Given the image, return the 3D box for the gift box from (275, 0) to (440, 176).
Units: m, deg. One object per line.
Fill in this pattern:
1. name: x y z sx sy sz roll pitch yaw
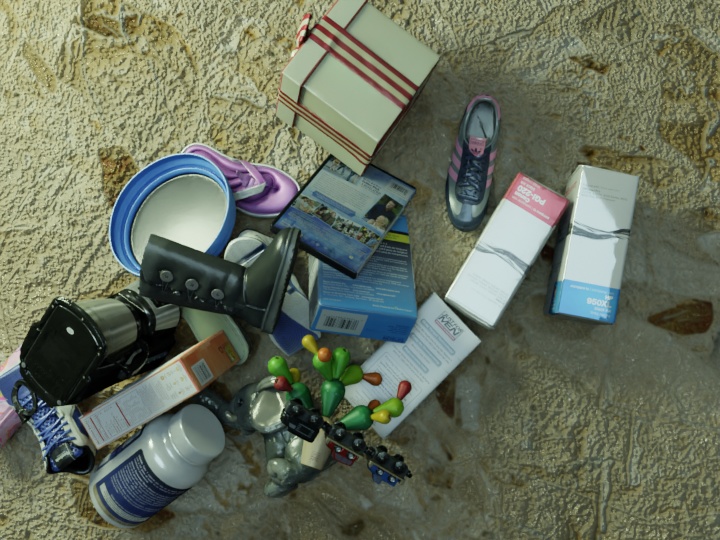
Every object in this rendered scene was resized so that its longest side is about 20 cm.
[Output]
1. gift box: -0.011 -0.278 1.267 0.186 0.185 0.201 35 72 -2

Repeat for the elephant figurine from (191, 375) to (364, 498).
1. elephant figurine: -0.124 0.211 1.278 0.154 0.142 0.201 -19 70 -35

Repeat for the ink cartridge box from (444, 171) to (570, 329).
1. ink cartridge box: 0.200 -0.023 1.245 0.084 0.146 0.202 29 89 6

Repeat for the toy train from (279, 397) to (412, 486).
1. toy train: -0.019 0.231 1.161 0.199 0.034 0.046 31 96 -14

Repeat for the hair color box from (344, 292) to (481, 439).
1. hair color box: 0.072 0.138 1.292 0.200 0.061 0.099 -45 82 3

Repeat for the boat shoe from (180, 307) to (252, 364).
1. boat shoe: -0.232 0.057 1.330 0.201 0.060 0.072 43 116 8

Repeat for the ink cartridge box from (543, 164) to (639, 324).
1. ink cartridge box: 0.318 -0.031 1.233 0.083 0.145 0.203 10 88 6

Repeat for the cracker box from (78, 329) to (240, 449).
1. cracker box: -0.284 0.169 1.265 0.199 0.134 0.058 -30 93 22

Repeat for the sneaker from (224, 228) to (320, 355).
1. sneaker: -0.124 0.014 1.309 0.080 0.115 0.201 -26 114 10

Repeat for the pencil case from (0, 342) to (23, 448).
1. pencil case: -0.512 0.175 1.344 0.087 0.087 0.200 45 92 8

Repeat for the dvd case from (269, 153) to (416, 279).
1. dvd case: -0.022 -0.089 1.281 0.142 0.018 0.201 29 52 9

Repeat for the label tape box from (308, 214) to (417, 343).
1. label tape box: 0.000 0.000 1.275 0.141 0.067 0.202 8 45 -13

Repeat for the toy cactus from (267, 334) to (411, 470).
1. toy cactus: -0.037 0.186 1.201 0.198 0.102 0.167 21 77 -16

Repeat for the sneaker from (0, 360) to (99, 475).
1. sneaker: -0.437 0.221 1.276 0.080 0.115 0.200 -34 116 -5

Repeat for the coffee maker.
1. coffee maker: -0.374 0.103 1.258 0.191 0.200 0.136 -27 88 24

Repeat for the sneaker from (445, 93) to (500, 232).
1. sneaker: 0.162 -0.159 1.292 0.069 0.082 0.203 7 87 7

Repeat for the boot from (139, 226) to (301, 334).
1. boot: -0.192 -0.012 1.193 0.198 0.066 0.166 19 116 0

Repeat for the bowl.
1. bowl: -0.274 -0.075 1.302 0.198 0.039 0.203 -8 64 17

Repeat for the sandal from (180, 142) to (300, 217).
1. sandal: -0.189 -0.135 1.346 0.200 0.050 0.083 19 89 8

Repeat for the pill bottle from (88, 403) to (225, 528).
1. pill bottle: -0.287 0.276 1.268 0.199 0.111 0.112 -38 82 25
